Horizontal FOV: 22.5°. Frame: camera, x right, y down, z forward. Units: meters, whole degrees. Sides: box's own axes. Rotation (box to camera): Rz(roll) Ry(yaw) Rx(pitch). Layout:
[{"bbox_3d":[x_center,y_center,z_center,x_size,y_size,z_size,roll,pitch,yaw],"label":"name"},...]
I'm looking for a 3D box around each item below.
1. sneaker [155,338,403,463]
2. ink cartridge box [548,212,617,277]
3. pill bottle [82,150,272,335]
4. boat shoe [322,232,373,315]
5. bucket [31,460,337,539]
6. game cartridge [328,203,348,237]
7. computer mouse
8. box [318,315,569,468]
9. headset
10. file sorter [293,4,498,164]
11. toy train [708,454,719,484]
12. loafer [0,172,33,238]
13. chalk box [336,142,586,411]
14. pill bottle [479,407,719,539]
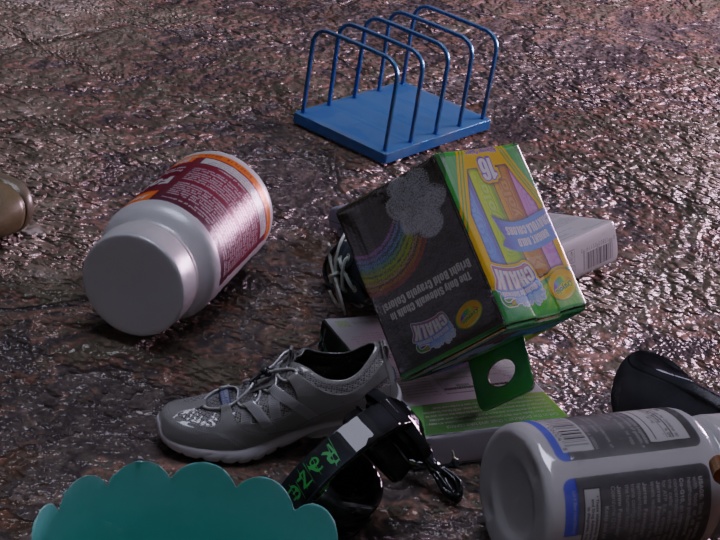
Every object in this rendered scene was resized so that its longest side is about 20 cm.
[{"bbox_3d":[-0.066,0.094,1.441,0.200,0.082,0.075,-11,30,-11],"label":"sneaker"},{"bbox_3d":[0.132,-0.022,1.823,0.200,0.050,0.161,7,20,40],"label":"ink cartridge box"},{"bbox_3d":[-0.164,-0.024,1.628,0.114,0.114,0.200,16,26,12],"label":"pill bottle"},{"bbox_3d":[0.000,0.000,1.632,0.062,0.075,0.200,-7,7,-6],"label":"boat shoe"},{"bbox_3d":[-0.110,0.225,1.119,0.207,0.135,0.207,8,26,-4],"label":"bucket"},{"bbox_3d":[0.075,-0.046,1.778,0.133,0.041,0.200,-11,17,-32],"label":"game cartridge"},{"bbox_3d":[0.274,0.102,1.486,0.046,0.141,0.200,1,26,-36],"label":"computer mouse"},{"bbox_3d":[0.068,0.097,1.553,0.144,0.036,0.200,-4,28,-25],"label":"box"},{"bbox_3d":[0.011,0.153,1.347,0.094,0.124,0.200,46,19,15],"label":"headset"},{"bbox_3d":[0.045,-0.221,2.085,0.139,0.123,0.200,27,31,32],"label":"file sorter"},{"bbox_3d":[0.272,0.206,1.275,0.056,0.150,0.200,3,30,-2],"label":"toy train"},{"bbox_3d":[-0.408,-0.078,1.697,0.200,0.076,0.067,12,20,6],"label":"loafer"},{"bbox_3d":[0.092,0.012,1.493,0.124,0.124,0.200,-12,77,-50],"label":"chalk box"},{"bbox_3d":[0.202,0.163,1.373,0.200,0.114,0.114,-3,29,-24],"label":"pill bottle"}]
